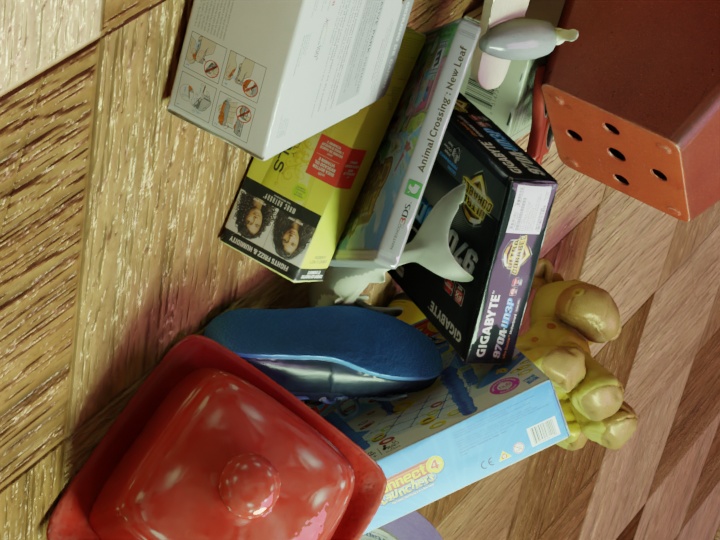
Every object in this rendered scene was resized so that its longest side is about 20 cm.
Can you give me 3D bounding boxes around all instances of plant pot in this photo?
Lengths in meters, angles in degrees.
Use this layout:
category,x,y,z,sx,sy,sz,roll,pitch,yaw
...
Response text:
category,x,y,z,sx,sy,sz,roll,pitch,yaw
plant pot,0.260,-0.165,1.704,0.177,0.199,0.200,-54,154,-16

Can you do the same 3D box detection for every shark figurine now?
category,x,y,z,sx,sy,sz,roll,pitch,yaw
shark figurine,-0.005,-0.008,1.615,0.214,0.127,0.090,136,-48,-57

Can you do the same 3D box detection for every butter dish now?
category,x,y,z,sx,sy,sz,roll,pitch,yaw
butter dish,-0.090,0.161,1.431,0.200,0.200,0.148,-55,-176,-19

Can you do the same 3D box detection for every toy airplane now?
category,x,y,z,sx,sy,sz,roll,pitch,yaw
toy airplane,0.139,-0.259,1.569,0.200,0.141,0.200,-56,159,-14

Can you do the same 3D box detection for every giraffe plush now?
category,x,y,z,sx,sy,sz,roll,pitch,yaw
giraffe plush,0.221,0.081,2.160,0.163,0.199,0.173,-58,135,-25

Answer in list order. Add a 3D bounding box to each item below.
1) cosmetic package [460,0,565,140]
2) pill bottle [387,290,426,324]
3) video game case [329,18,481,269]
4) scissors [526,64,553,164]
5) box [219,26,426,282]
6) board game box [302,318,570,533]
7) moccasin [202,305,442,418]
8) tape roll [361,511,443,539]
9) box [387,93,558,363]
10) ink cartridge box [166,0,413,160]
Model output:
category,x,y,z,sx,sy,sz,roll,pitch,yaw
cosmetic package,0.157,-0.195,1.789,0.200,0.073,0.104,-34,146,-52
pill bottle,0.029,0.122,1.828,0.200,0.112,0.112,-55,158,-21
video game case,0.023,-0.090,1.494,0.200,0.022,0.183,-177,-73,-76
scissors,0.145,-0.082,1.684,0.073,0.014,0.201,69,28,-60
box,-0.028,-0.096,1.474,0.201,0.075,0.050,-65,159,11
board game box,0.040,0.117,1.636,0.199,0.196,0.056,-25,114,-9
moccasin,-0.035,0.069,1.582,0.081,0.199,0.068,-100,-152,-42
tape roll,-0.009,0.305,1.839,0.200,0.199,0.066,-52,157,-24
box,0.082,-0.040,1.636,0.046,0.200,0.160,3,115,-25
ink cartridge box,-0.029,-0.197,1.330,0.175,0.084,0.201,-32,144,-56
